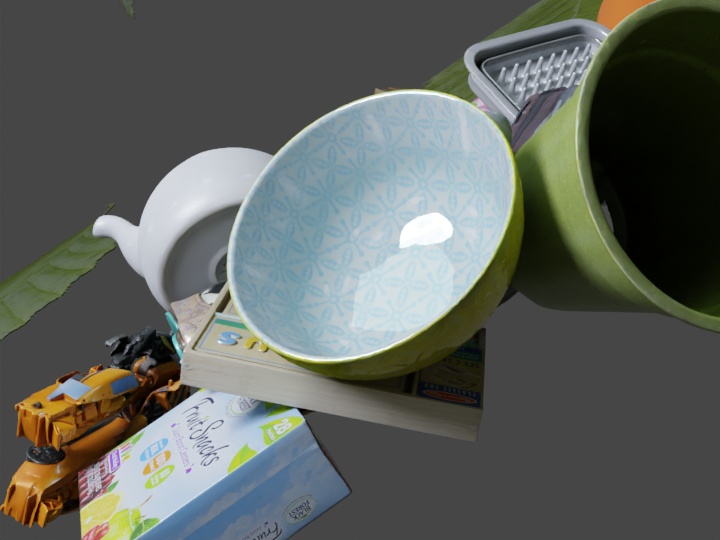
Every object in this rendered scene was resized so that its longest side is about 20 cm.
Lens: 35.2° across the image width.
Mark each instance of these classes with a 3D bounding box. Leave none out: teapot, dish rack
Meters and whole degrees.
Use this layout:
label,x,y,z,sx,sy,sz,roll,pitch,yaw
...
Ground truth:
label,x,y,z,sx,sy,sz,roll,pitch,yaw
teapot,-0.127,-0.050,1.116,0.198,0.199,0.147,-52,38,25
dish rack,0.196,-0.133,0.977,0.171,0.200,0.044,-20,-34,-28

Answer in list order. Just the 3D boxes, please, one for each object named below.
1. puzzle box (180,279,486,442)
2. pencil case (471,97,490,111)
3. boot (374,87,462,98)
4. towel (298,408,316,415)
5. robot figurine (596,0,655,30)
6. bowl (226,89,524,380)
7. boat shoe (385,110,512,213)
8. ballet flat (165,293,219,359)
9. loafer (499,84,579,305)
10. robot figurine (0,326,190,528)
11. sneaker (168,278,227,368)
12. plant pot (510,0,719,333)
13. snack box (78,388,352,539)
label,x,y,z,sx,sy,sz,roll,pitch,yaw
puzzle box,-0.013,0.057,0.783,0.198,0.026,0.133,11,22,3
pencil case,0.110,-0.065,0.976,0.087,0.088,0.201,-21,34,27
boot,0.034,-0.070,0.968,0.076,0.157,0.200,7,-2,-9
towel,-0.019,0.066,0.992,0.146,0.022,0.200,-24,16,21
robot figurine,0.288,-0.220,1.133,0.143,0.117,0.201,-26,32,38
bowl,0.024,-0.006,0.743,0.198,0.108,0.202,-15,53,21
boat shoe,0.035,-0.051,0.845,0.200,0.070,0.071,-35,0,32
ballet flat,-0.117,0.050,0.930,0.067,0.068,0.200,-31,12,-8
loafer,0.118,-0.057,0.867,0.063,0.072,0.201,13,64,46
robot figurine,-0.208,0.129,0.940,0.058,0.146,0.200,24,23,22
sneaker,-0.088,0.039,1.022,0.198,0.077,0.114,-25,10,0
plant pot,0.176,-0.048,0.741,0.199,0.201,0.190,-35,5,-23
snack box,-0.110,0.149,0.796,0.168,0.068,0.200,-34,16,-7
